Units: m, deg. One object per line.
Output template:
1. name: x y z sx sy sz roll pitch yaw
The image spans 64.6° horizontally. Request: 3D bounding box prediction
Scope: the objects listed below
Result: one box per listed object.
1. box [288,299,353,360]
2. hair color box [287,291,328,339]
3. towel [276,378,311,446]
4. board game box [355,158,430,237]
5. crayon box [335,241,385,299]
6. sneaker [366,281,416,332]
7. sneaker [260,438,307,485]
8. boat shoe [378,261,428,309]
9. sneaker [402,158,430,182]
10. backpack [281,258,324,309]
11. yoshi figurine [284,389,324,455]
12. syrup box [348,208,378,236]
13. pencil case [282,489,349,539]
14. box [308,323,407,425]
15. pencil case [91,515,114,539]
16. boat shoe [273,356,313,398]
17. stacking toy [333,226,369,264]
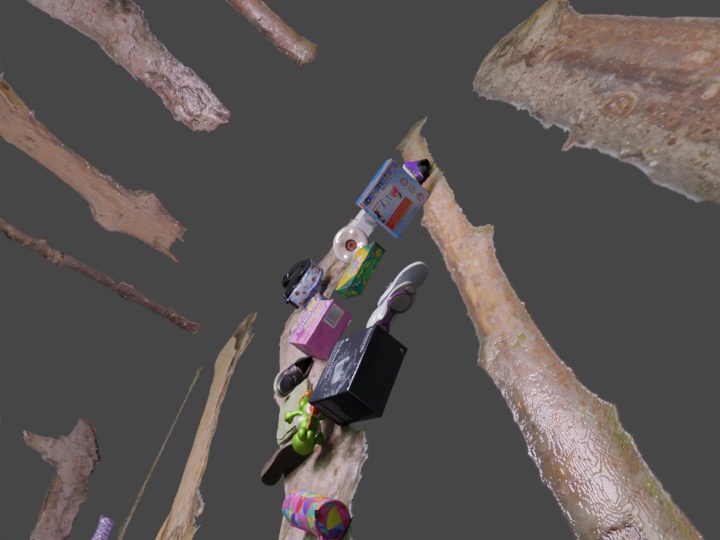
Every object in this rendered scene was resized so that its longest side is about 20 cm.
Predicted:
1. box: -0.140 0.201 1.959 0.178 0.096 0.199 -57 17 -17
2. hair color box: -0.197 0.187 2.203 0.201 0.060 0.100 -52 16 2
3. towel: -0.204 0.433 1.764 0.149 0.036 0.201 -46 18 16
4. board game box: 0.117 -0.258 2.039 0.201 0.195 0.056 -53 17 -7
5. crayon box: 0.000 0.000 2.062 0.118 0.058 0.202 -21 35 59
6. sneaker: 0.079 0.106 1.608 0.201 0.074 0.100 -51 18 5
7. sneaker: -0.207 0.505 1.566 0.200 0.070 0.076 -45 17 21
8. boat shoe: 0.122 0.040 1.656 0.201 0.069 0.067 -52 16 26
9. sneaker: 0.233 -0.407 2.272 0.099 0.070 0.201 -41 23 12
10. backpack: -0.233 0.056 2.412 0.192 0.152 0.201 -56 22 13
11. yoshi figurine: -0.141 0.410 1.501 0.110 0.114 0.200 -17 13 8
12. syrup box: 0.039 -0.225 2.380 0.201 0.078 0.081 -53 17 0
13. pencil case: -0.100 0.525 1.225 0.089 0.088 0.199 -59 16 -25
14. box: -0.007 0.267 1.442 0.199 0.117 0.199 -29 28 50
15. pencil case: -1.260 1.291 2.739 0.084 0.085 0.201 -46 17 20
16. boat shoe: -0.219 0.344 1.886 0.064 0.072 0.200 -34 5 32
17. stacking toy: -0.028 -0.102 2.294 0.147 0.146 0.200 -49 -2 6
